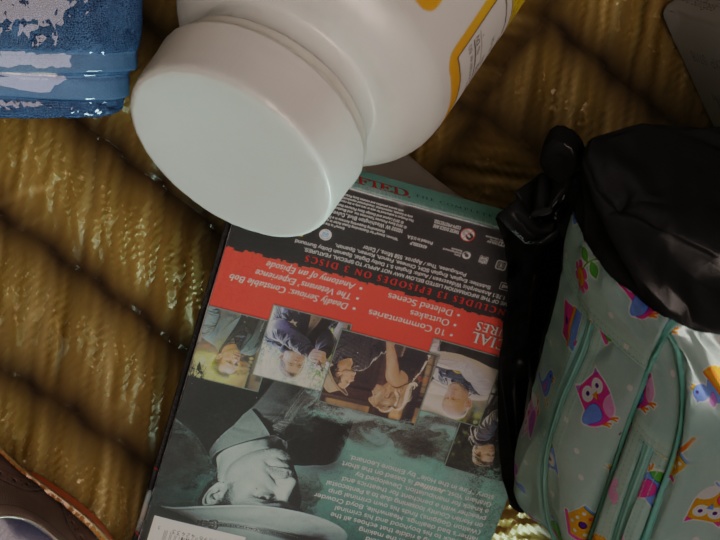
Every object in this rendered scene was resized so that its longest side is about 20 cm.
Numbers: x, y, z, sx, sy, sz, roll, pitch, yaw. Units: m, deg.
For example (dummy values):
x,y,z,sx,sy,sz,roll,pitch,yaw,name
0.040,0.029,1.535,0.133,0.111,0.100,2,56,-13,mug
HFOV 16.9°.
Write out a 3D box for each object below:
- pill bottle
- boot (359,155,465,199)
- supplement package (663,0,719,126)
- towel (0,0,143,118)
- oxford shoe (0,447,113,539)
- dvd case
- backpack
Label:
x,y,z,sx,sy,sz,roll,pitch,yaw,name
0.001,-0.111,0.905,0.113,0.113,0.200,43,58,-16,pill bottle
0.000,0.000,0.991,0.199,0.073,0.091,35,108,-8,boot
0.249,-0.101,1.001,0.199,0.117,0.118,-29,105,-6,supplement package
-0.133,-0.157,0.897,0.111,0.049,0.201,1,100,-9,towel
-0.174,0.085,0.964,0.199,0.073,0.072,33,93,-16,oxford shoe
-0.002,0.055,0.978,0.145,0.022,0.201,14,118,-6,dvd case
0.128,0.048,0.900,0.166,0.127,0.201,-1,128,-22,backpack
